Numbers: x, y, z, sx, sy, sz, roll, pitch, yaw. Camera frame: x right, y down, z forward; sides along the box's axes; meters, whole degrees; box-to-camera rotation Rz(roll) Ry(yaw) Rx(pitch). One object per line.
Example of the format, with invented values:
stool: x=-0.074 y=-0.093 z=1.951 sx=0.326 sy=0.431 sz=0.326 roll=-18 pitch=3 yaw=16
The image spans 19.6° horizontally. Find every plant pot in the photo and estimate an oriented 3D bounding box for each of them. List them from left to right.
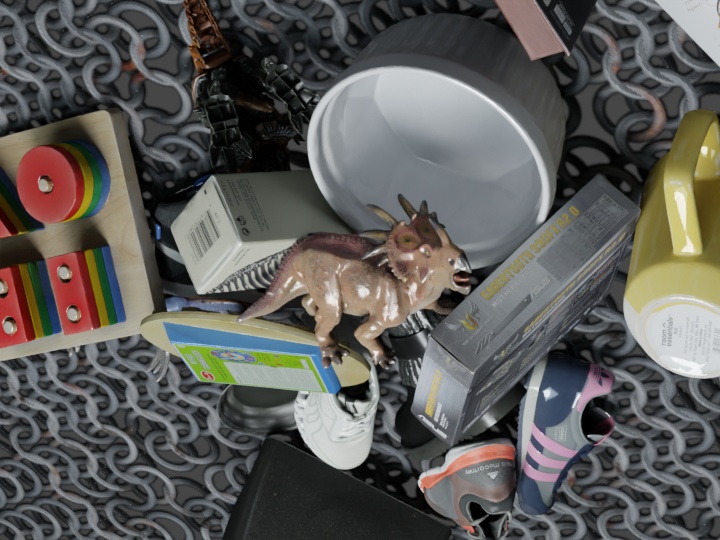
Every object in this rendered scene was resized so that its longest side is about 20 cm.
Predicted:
plant pot: x=-0.054 y=0.311 z=2.021 sx=0.200 sy=0.178 sz=0.200 roll=26 pitch=151 yaw=0

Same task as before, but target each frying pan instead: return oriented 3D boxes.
frying pan: x=-0.108 y=0.106 z=1.932 sx=0.190 sy=0.031 sz=0.115 roll=19 pitch=131 yaw=-36

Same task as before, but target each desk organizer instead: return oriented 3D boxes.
desk organizer: x=0.085 y=-0.246 z=1.535 sx=0.077 sy=0.072 sz=0.200 roll=-15 pitch=122 yaw=38

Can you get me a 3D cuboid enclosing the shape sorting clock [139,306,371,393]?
shape sorting clock: x=-0.089 y=0.065 z=1.772 sx=0.200 sy=0.039 sz=0.200 roll=6 pitch=164 yaw=2

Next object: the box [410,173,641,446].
box: x=0.129 y=0.034 z=1.654 sx=0.048 sy=0.200 sz=0.158 roll=41 pitch=159 yaw=15

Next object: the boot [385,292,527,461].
boot: x=0.050 y=0.076 z=1.842 sx=0.158 sy=0.079 sz=0.211 roll=48 pitch=153 yaw=-3

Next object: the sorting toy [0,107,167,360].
sorting toy: x=-0.287 y=-0.026 z=1.856 sx=0.200 sy=0.070 sz=0.199 roll=-11 pitch=92 yaw=34

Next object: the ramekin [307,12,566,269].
ramekin: x=0.067 y=-0.109 z=1.647 sx=0.200 sy=0.105 sz=0.200 roll=14 pitch=135 yaw=14

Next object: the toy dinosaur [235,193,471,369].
toy dinosaur: x=0.000 y=0.000 z=1.634 sx=0.200 sy=0.086 sz=0.136 roll=2 pitch=131 yaw=14

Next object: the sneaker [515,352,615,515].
sneaker: x=0.183 y=0.154 z=1.865 sx=0.082 sy=0.070 sz=0.200 roll=9 pitch=138 yaw=11

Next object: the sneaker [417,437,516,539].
sneaker: x=0.101 y=0.213 z=1.904 sx=0.077 sy=0.082 sz=0.200 roll=-11 pitch=163 yaw=-7

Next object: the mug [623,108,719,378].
mug: x=0.260 y=-0.010 z=1.610 sx=0.187 sy=0.153 sz=0.149 roll=44 pitch=135 yaw=-16

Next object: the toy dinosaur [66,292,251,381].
toy dinosaur: x=-0.187 y=0.028 z=1.921 sx=0.181 sy=0.105 sz=0.200 roll=-16 pitch=111 yaw=13

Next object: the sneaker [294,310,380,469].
sneaker: x=-0.016 y=0.119 z=1.906 sx=0.081 sy=0.075 sz=0.200 roll=54 pitch=159 yaw=42

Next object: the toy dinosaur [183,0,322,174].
toy dinosaur: x=-0.105 y=-0.137 z=1.710 sx=0.200 sy=0.102 sz=0.136 roll=44 pitch=178 yaw=-24

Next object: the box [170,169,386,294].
box: x=-0.048 y=-0.035 z=1.710 sx=0.082 sy=0.200 sz=0.068 roll=-47 pitch=59 yaw=44

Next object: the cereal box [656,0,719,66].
cereal box: x=0.276 y=-0.221 z=1.485 sx=0.200 sy=0.040 sz=0.144 roll=42 pitch=135 yaw=-15

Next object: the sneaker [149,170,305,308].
sneaker: x=-0.095 y=-0.032 z=1.824 sx=0.200 sy=0.073 sz=0.112 roll=0 pitch=122 yaw=18
